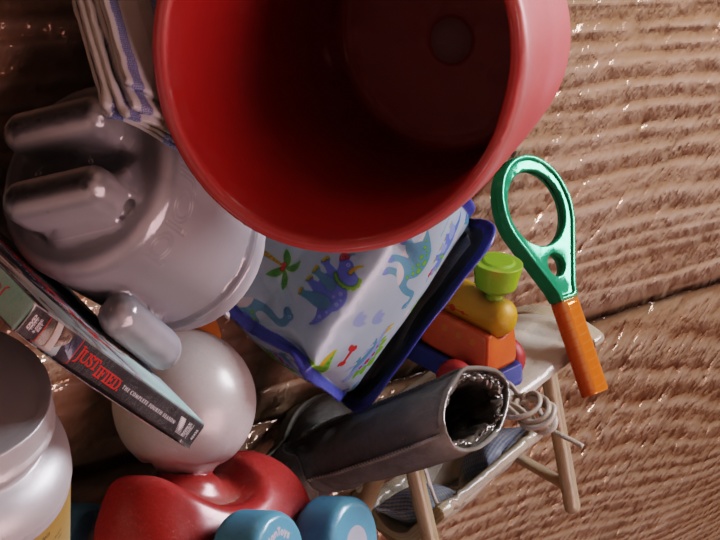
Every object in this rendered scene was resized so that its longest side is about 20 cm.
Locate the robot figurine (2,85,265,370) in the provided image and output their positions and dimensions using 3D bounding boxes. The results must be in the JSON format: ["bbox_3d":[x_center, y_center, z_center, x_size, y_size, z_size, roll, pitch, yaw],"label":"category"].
[{"bbox_3d":[-0.126,-0.032,1.073,0.200,0.112,0.172,36,51,-61],"label":"robot figurine"}]

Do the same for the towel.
[{"bbox_3d":[-0.100,-0.122,1.033,0.024,0.148,0.200,-25,159,19],"label":"towel"}]

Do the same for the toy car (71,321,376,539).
[{"bbox_3d":[-0.104,0.111,1.236,0.176,0.183,0.203,1,88,-58],"label":"toy car"}]

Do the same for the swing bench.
[{"bbox_3d":[0.091,0.146,1.572,0.198,0.129,0.202,-31,135,-40],"label":"swing bench"}]

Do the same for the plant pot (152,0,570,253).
[{"bbox_3d":[0.019,-0.119,0.979,0.177,0.199,0.202,-22,136,-64],"label":"plant pot"}]

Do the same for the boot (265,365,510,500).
[{"bbox_3d":[0.020,0.110,1.344,0.199,0.073,0.182,-34,-170,31],"label":"boot"}]

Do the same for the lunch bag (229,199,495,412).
[{"bbox_3d":[0.000,0.000,1.302,0.171,0.127,0.200,-52,163,-4],"label":"lunch bag"}]

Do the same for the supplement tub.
[{"bbox_3d":[-0.232,0.144,1.038,0.144,0.144,0.202,-31,141,-41],"label":"supplement tub"}]

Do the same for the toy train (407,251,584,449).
[{"bbox_3d":[0.101,0.040,1.414,0.084,0.199,0.117,-21,129,-48],"label":"toy train"}]

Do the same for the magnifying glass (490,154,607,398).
[{"bbox_3d":[0.158,0.004,1.518,0.079,0.022,0.202,-18,87,-40],"label":"magnifying glass"}]

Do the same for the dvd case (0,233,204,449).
[{"bbox_3d":[-0.173,0.018,1.016,0.022,0.146,0.200,-48,150,-2],"label":"dvd case"}]
